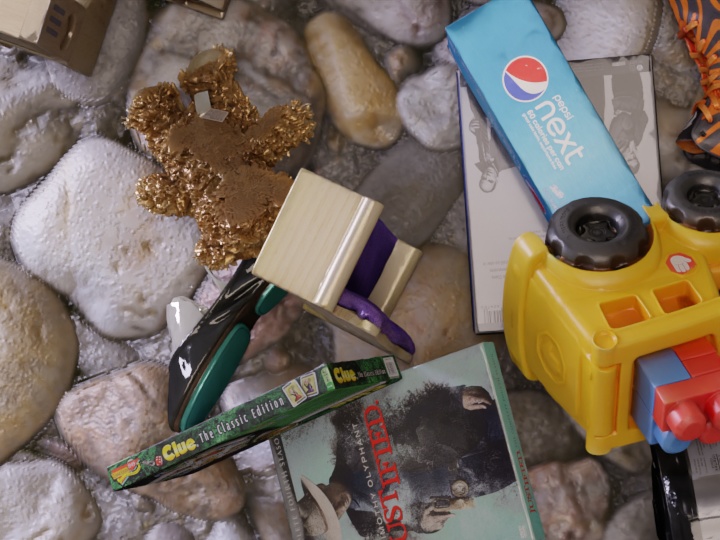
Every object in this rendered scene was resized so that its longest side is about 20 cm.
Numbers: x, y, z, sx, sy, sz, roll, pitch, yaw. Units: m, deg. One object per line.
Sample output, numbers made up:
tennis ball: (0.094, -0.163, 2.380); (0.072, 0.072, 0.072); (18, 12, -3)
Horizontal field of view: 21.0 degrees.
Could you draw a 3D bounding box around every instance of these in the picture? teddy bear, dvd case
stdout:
teddy bear: (-0.104, -0.083, 1.443); (0.145, 0.067, 0.200); (-42, 55, -13)
dvd case: (0.028, 0.150, 1.401); (0.199, 0.022, 0.148); (-21, 78, 32)
dvd case: (0.152, -0.057, 1.458); (0.149, 0.025, 0.202); (-4, 85, 4)

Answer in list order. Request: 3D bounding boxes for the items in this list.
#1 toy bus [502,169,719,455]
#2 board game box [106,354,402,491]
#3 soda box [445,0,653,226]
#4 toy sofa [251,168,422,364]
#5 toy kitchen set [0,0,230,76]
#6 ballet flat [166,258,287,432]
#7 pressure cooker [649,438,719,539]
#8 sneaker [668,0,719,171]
toy bus: (0.220, 0.043, 1.316); (0.198, 0.137, 0.192); (-15, 40, -15)
board game box: (-0.076, 0.109, 1.385); (0.199, 0.105, 0.024); (-26, 77, 25)
soda box: (0.139, -0.103, 1.420); (0.067, 0.064, 0.201); (-30, 84, 1)
toy sofa: (0.000, 0.000, 1.378); (0.097, 0.200, 0.083); (26, 86, 13)
toy kitchen set: (-0.181, -0.246, 1.425); (0.162, 0.180, 0.202); (19, 90, 5)
ballet flat: (-0.099, 0.027, 1.455); (0.068, 0.068, 0.201); (32, 77, 17)
pressure cooker: (0.307, 0.173, 1.346); (0.198, 0.179, 0.178); (-10, 81, 4)
sneaker: (0.260, -0.148, 1.432); (0.112, 0.078, 0.200); (-42, 83, -1)
